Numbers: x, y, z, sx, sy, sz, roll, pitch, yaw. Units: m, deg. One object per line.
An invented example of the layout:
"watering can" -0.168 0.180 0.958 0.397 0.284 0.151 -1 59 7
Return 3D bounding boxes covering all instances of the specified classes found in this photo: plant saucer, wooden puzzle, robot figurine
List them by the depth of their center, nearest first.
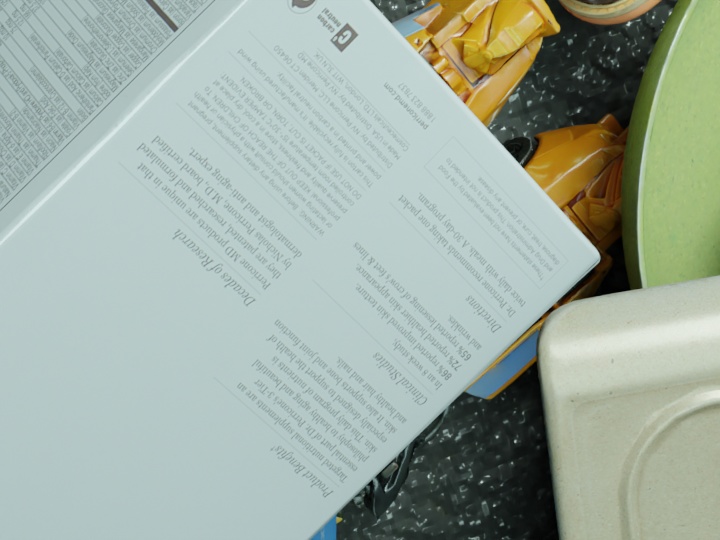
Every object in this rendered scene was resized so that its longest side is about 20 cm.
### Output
"wooden puzzle" 0.154 0.092 0.921 0.185 0.046 0.201 -10 103 -5
"robot figurine" 0.000 0.000 0.951 0.200 0.058 0.145 -43 111 -4
"plant saucer" 0.150 -0.033 0.970 0.200 0.031 0.201 -10 106 -40

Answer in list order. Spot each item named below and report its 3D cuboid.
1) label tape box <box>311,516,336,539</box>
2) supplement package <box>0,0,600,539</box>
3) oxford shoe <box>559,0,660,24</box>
"label tape box" -0.052 0.135 0.895 0.063 0.200 0.145 -14 110 -51
"supplement package" -0.076 -0.009 0.803 0.200 0.151 0.152 -44 132 2
"oxford shoe" 0.093 -0.179 0.923 0.073 0.071 0.200 20 87 -52
